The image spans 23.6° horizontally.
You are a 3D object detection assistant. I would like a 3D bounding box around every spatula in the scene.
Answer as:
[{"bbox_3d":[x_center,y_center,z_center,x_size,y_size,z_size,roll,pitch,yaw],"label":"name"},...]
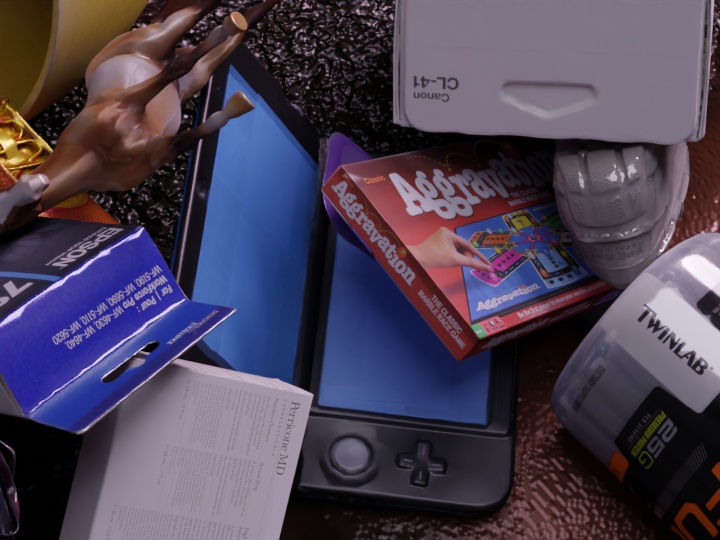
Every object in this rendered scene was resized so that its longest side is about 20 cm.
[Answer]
[{"bbox_3d":[0.063,-0.004,0.854,0.200,0.021,0.057,24,52,-21],"label":"spatula"}]

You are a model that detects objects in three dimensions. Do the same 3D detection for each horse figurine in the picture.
[{"bbox_3d":[-0.089,-0.085,0.763,0.050,0.132,0.200,48,29,-22],"label":"horse figurine"}]

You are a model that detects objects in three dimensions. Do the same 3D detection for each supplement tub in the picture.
[{"bbox_3d":[0.197,0.087,0.801,0.122,0.123,0.200,-38,69,-24],"label":"supplement tub"}]

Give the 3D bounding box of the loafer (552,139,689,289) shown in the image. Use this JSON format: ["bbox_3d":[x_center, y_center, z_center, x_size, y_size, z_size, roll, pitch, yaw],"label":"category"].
[{"bbox_3d":[0.132,-0.050,0.876,0.070,0.070,0.200,-7,19,19],"label":"loafer"}]

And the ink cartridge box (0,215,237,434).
[{"bbox_3d":[-0.158,0.014,0.715,0.200,0.039,0.099,7,32,35],"label":"ink cartridge box"}]

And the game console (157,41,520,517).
[{"bbox_3d":[0.000,0.000,0.834,0.170,0.118,0.200,7,60,-1],"label":"game console"}]

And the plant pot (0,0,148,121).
[{"bbox_3d":[-0.179,-0.179,0.897,0.200,0.200,0.142,41,39,17],"label":"plant pot"}]

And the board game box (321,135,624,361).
[{"bbox_3d":[0.072,-0.020,0.842,0.103,0.019,0.200,50,32,16],"label":"board game box"}]

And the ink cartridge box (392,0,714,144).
[{"bbox_3d":[0.103,-0.132,0.869,0.147,0.086,0.200,3,19,9],"label":"ink cartridge box"}]

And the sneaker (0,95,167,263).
[{"bbox_3d":[-0.176,-0.043,0.818,0.200,0.077,0.073,29,32,16],"label":"sneaker"}]

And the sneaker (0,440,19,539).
[{"bbox_3d":[-0.191,0.086,0.772,0.075,0.081,0.200,-36,60,22],"label":"sneaker"}]

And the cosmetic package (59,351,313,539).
[{"bbox_3d":[-0.086,0.138,0.720,0.082,0.051,0.200,14,89,-22],"label":"cosmetic package"}]
